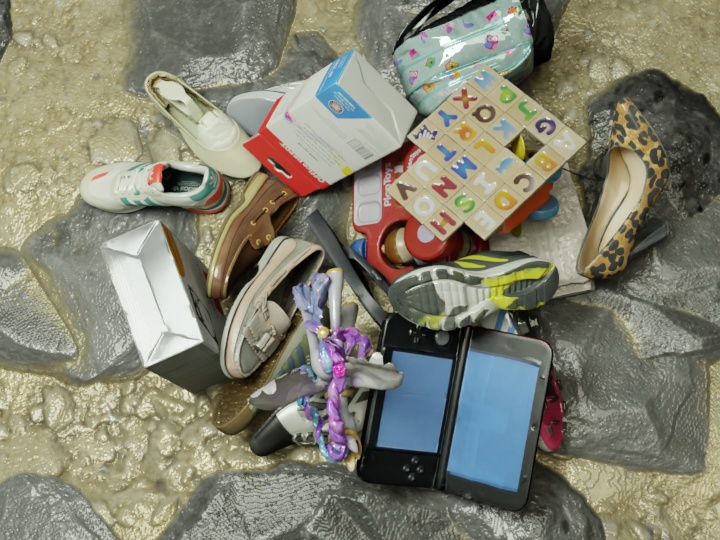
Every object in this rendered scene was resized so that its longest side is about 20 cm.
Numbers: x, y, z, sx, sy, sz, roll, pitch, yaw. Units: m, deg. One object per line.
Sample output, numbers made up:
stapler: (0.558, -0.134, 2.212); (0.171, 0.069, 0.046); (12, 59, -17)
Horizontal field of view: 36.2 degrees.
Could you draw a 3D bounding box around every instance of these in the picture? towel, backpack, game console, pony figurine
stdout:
towel: (0.213, -0.056, 1.386); (0.132, 0.034, 0.201); (-13, 74, 1)
backpack: (0.142, -0.277, 1.394); (0.199, 0.167, 0.127); (-23, 79, 5)
game console: (0.106, 0.162, 1.265); (0.171, 0.119, 0.201); (10, 89, -28)
pony figurine: (-0.031, 0.106, 1.221); (0.165, 0.193, 0.201); (-9, 64, 6)

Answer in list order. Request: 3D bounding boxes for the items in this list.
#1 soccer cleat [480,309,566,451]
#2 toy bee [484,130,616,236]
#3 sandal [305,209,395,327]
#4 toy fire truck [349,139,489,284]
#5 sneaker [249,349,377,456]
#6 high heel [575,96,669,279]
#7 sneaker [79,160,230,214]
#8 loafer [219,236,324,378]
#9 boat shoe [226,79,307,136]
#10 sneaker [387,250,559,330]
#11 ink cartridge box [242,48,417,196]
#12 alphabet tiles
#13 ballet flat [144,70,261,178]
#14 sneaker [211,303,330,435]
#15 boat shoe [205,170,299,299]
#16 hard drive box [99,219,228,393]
soccer cleat: (0.187, 0.123, 1.331); (0.086, 0.070, 0.201); (-19, 82, 33)
toy bee: (0.201, -0.105, 1.342); (0.108, 0.199, 0.132); (30, 114, 40)
sandal: (0.000, -0.001, 1.336); (0.043, 0.076, 0.201); (-34, 69, 1)
toy fire truck: (0.063, -0.068, 1.372); (0.167, 0.112, 0.201); (-6, 78, 33)
sneaker: (-0.036, 0.182, 1.322); (0.199, 0.074, 0.089); (-31, 72, -3)
high heel: (0.298, -0.092, 1.309); (0.142, 0.071, 0.201); (-29, 116, -24)
sneaker: (-0.271, -0.117, 1.414); (0.198, 0.093, 0.071); (4, 75, 6)
loafer: (-0.102, 0.040, 1.302); (0.063, 0.072, 0.201); (3, 52, 27)
boat shoe: (-0.074, -0.215, 1.445); (0.199, 0.074, 0.066); (5, 45, 11)
sneaker: (0.126, 0.019, 1.279); (0.199, 0.085, 0.075); (-5, 106, -10)
ink cartridge box: (-0.042, -0.176, 1.364); (0.116, 0.199, 0.067); (41, 51, -23)
alphabet tiles: (0.133, -0.130, 1.278); (0.200, 0.008, 0.167); (-43, 63, -8)
ballet flat: (-0.209, -0.195, 1.433); (0.200, 0.070, 0.070); (39, 81, 20)
sneaker: (-0.089, 0.128, 1.334); (0.067, 0.090, 0.201); (12, 63, 52)
boat shoe: (-0.134, -0.042, 1.366); (0.067, 0.072, 0.201); (19, 50, 5)
hard drive box: (-0.219, 0.049, 1.308); (0.076, 0.200, 0.157); (-23, 75, 0)
